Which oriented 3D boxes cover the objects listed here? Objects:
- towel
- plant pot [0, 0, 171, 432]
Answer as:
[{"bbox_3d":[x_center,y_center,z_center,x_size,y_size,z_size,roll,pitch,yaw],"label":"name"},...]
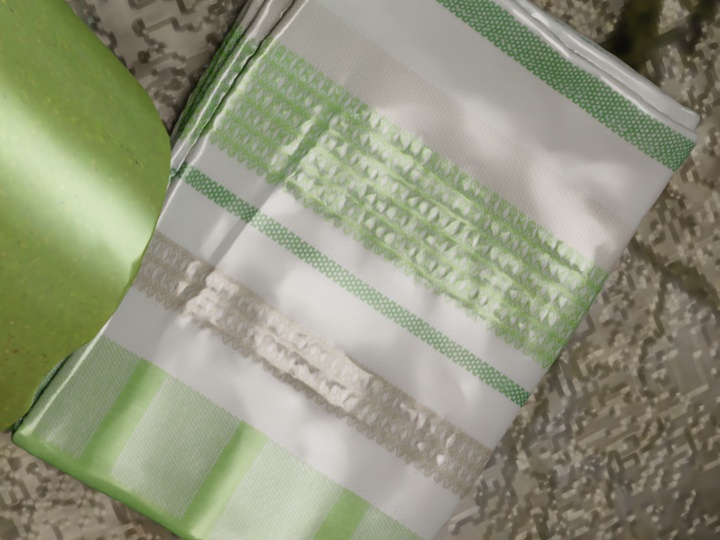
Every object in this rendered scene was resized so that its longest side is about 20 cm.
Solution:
[{"bbox_3d":[0.000,0.000,0.829,0.149,0.031,0.200,32,90,-18],"label":"towel"},{"bbox_3d":[-0.155,-0.047,0.705,0.190,0.200,0.200,37,88,-30],"label":"plant pot"}]
